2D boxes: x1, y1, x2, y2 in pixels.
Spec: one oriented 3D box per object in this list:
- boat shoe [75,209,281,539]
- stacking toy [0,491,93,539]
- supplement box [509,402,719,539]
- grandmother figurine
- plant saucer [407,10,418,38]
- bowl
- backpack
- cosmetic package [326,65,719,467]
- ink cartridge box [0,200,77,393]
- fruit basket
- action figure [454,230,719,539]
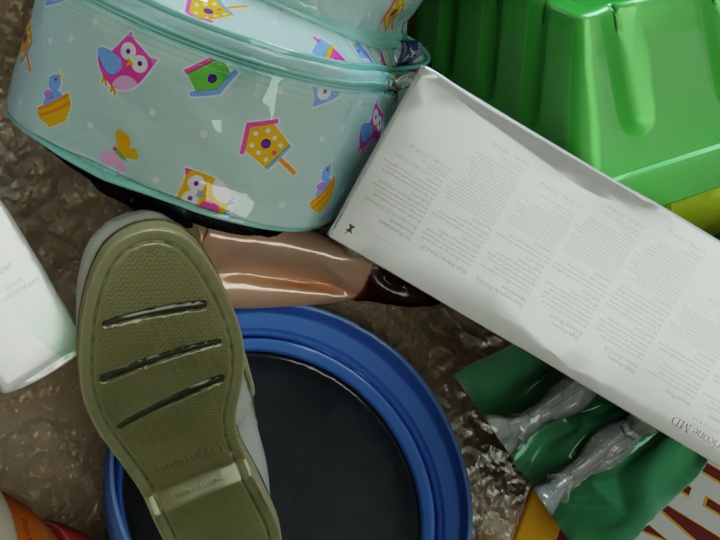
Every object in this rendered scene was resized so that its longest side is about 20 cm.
[{"bbox_3d":[-0.085,0.051,0.782,0.074,0.069,0.202,-15,127,-7],"label":"boat shoe"},{"bbox_3d":[-0.142,0.188,0.883,0.199,0.146,0.148,18,90,-37],"label":"stacking toy"},{"bbox_3d":[0.199,0.116,0.913,0.195,0.200,0.134,20,89,14],"label":"supplement box"},{"bbox_3d":[0.000,0.000,0.903,0.197,0.121,0.061,8,93,-9],"label":"grandmother figurine"},{"bbox_3d":[0.025,-0.142,0.946,0.198,0.032,0.203,-3,98,-20],"label":"plant saucer"},{"bbox_3d":[-0.039,0.114,0.899,0.198,0.039,0.203,12,59,-21],"label":"bowl"},{"bbox_3d":[-0.062,-0.099,0.796,0.174,0.200,0.155,25,112,8],"label":"backpack"},{"bbox_3d":[0.091,-0.002,0.743,0.199,0.051,0.083,31,95,-2],"label":"cosmetic package"},{"bbox_3d":[-0.203,-0.050,0.798,0.050,0.161,0.202,-29,106,-12],"label":"ink cartridge box"},{"bbox_3d":[0.125,-0.063,0.876,0.154,0.215,0.218,-17,102,-18],"label":"fruit basket"},{"bbox_3d":[0.153,0.033,0.805,0.199,0.055,0.119,-37,73,1],"label":"action figure"}]
